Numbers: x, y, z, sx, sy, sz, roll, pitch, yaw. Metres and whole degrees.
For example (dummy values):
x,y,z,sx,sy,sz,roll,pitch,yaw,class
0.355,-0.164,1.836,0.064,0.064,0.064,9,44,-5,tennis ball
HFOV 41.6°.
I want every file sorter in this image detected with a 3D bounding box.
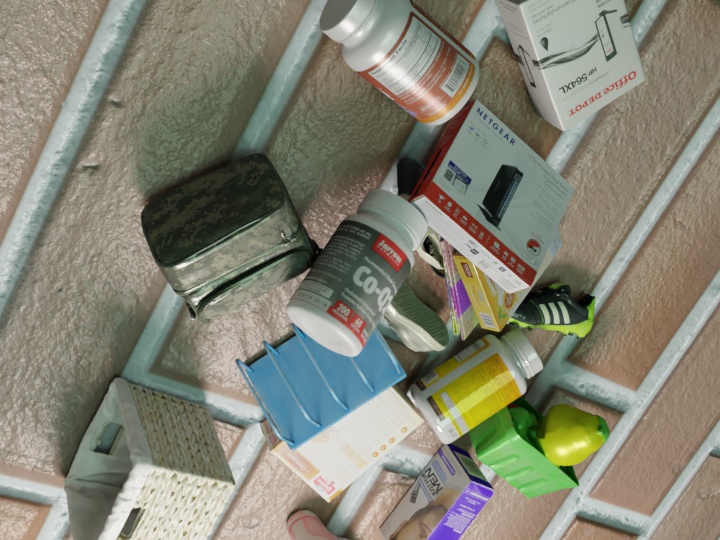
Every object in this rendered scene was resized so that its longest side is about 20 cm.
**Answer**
x,y,z,sx,sy,sz,roll,pitch,yaw,class
-0.058,0.135,1.329,0.199,0.139,0.123,-33,163,-2,file sorter

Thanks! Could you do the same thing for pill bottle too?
x,y,z,sx,sy,sz,roll,pitch,yaw,class
0.184,0.176,1.488,0.199,0.109,0.110,-33,123,-2,pill bottle
0.048,-0.281,1.198,0.199,0.112,0.113,32,101,-31,pill bottle
0.000,0.000,1.238,0.114,0.113,0.201,45,69,-33,pill bottle

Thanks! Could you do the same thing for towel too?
x,y,z,sx,sy,sz,roll,pitch,yaw,class
0.164,-0.015,1.382,0.144,0.023,0.202,-46,137,-35,towel

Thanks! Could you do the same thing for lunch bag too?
x,y,z,sx,sy,sz,roll,pitch,yaw,class
-0.161,-0.031,1.237,0.198,0.140,0.168,-28,139,-5,lunch bag

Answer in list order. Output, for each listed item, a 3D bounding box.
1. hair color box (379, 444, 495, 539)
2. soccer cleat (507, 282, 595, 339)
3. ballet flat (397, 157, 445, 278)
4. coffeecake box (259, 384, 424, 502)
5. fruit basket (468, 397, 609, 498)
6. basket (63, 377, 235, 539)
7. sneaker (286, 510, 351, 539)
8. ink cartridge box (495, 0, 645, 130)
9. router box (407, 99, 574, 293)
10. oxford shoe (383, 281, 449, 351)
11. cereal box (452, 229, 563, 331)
x,y,z,sx,sy,sz,roll,pitch,yaw,class
0.125,0.403,1.583,0.064,0.109,0.201,27,104,-30,hair color box
0.288,0.056,1.502,0.198,0.067,0.082,10,96,-28,soccer cleat
0.095,-0.066,1.347,0.073,0.073,0.201,-33,125,-2,ballet flat
-0.028,0.235,1.456,0.200,0.073,0.154,-40,123,2,coffeecake box
0.303,0.265,1.552,0.213,0.156,0.217,-5,128,-6,fruit basket
-0.294,0.294,1.310,0.160,0.200,0.200,19,108,-30,basket
-0.043,0.485,1.563,0.075,0.105,0.200,-41,124,1,sneaker
0.288,-0.317,1.289,0.145,0.084,0.201,-32,122,-3,ink cartridge box
0.181,-0.101,1.295,0.199,0.049,0.181,38,62,-16,router box
0.056,0.058,1.407,0.057,0.076,0.200,-21,128,34,oxford shoe
0.219,-0.031,1.383,0.200,0.039,0.145,-49,129,-31,cereal box
